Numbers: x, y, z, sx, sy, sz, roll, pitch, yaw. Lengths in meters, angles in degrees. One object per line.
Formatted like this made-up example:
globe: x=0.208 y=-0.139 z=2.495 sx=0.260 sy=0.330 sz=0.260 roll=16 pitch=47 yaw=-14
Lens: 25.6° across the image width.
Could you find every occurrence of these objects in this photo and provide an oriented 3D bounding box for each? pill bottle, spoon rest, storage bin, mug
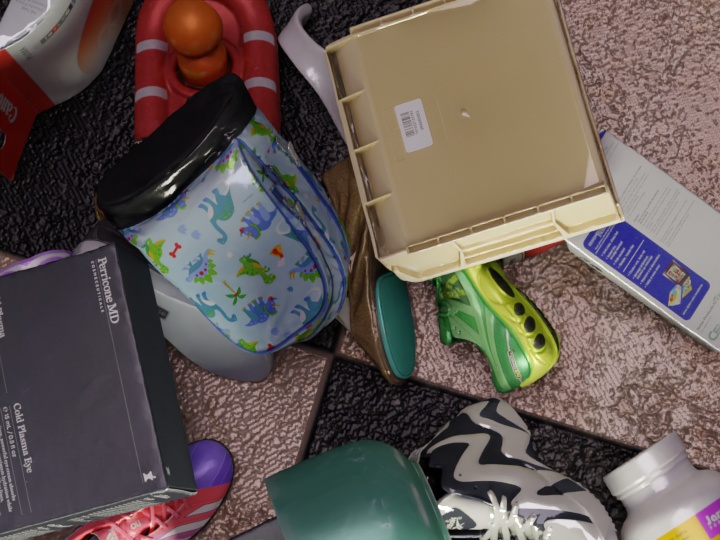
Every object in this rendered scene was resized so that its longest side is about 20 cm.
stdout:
pill bottle: x=0.283 y=0.237 z=1.299 sx=0.104 sy=0.104 sz=0.201 roll=-32 pitch=79 yaw=-3
spoon rest: x=0.000 y=-0.156 z=1.406 sx=0.200 sy=0.060 sz=0.100 roll=43 pitch=114 yaw=12
storage bin: x=0.091 y=-0.116 z=1.298 sx=0.196 sy=0.094 sz=0.203 roll=-17 pitch=76 yaw=10
mug: x=0.009 y=0.215 z=1.202 sx=0.113 sy=0.186 sz=0.153 roll=-22 pitch=54 yaw=-4

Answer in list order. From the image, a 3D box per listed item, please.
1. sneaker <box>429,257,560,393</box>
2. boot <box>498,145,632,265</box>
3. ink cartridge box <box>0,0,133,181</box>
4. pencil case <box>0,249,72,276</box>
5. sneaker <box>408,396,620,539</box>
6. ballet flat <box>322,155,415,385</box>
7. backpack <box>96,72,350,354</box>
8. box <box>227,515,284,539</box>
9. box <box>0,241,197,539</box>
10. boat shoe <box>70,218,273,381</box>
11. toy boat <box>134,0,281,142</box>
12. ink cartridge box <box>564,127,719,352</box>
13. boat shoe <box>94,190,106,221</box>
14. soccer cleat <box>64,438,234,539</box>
sneaker: x=0.086 y=0.021 z=1.362 sx=0.084 sy=0.074 sz=0.201 roll=-46 pitch=64 yaw=21
boot: x=0.157 y=-0.122 z=1.395 sx=0.143 sy=0.072 sz=0.202 roll=-20 pitch=86 yaw=-2
ink cartridge box: x=-0.271 y=-0.183 z=1.379 sx=0.050 sy=0.162 sz=0.202 roll=18 pitch=81 yaw=8
pencil case: x=-0.252 y=0.083 z=1.366 sx=0.083 sy=0.085 sz=0.202 roll=-20 pitch=80 yaw=14
sneaker: x=0.113 y=0.203 z=1.289 sx=0.129 sy=0.080 sz=0.200 roll=-23 pitch=63 yaw=-28
ballet flat: x=0.000 y=0.000 z=1.377 sx=0.072 sy=0.068 sz=0.203 roll=-7 pitch=94 yaw=29
backpack: x=-0.096 y=-0.029 z=1.305 sx=0.162 sy=0.200 sz=0.154 roll=-35 pitch=34 yaw=14
box: x=-0.036 y=0.271 z=1.310 sx=0.198 sy=0.104 sz=0.149 roll=-24 pitch=79 yaw=-1
box: x=-0.245 y=0.103 z=1.266 sx=0.180 sy=0.104 sz=0.203 roll=-15 pitch=80 yaw=6
boat shoe: x=-0.157 y=0.022 z=1.379 sx=0.198 sy=0.070 sz=0.067 roll=29 pitch=46 yaw=-9
toy boat: x=-0.138 y=-0.188 z=1.377 sx=0.129 sy=0.131 sz=0.202 roll=-5 pitch=59 yaw=1
ink cartridge box: x=0.253 y=-0.026 z=1.353 sx=0.199 sy=0.039 sz=0.100 roll=36 pitch=87 yaw=-11
boat shoe: x=-0.136 y=-0.042 z=1.393 sx=0.197 sy=0.068 sz=0.073 roll=4 pitch=79 yaw=3
soccer cleat: x=-0.189 y=0.217 z=1.343 sx=0.199 sy=0.073 sz=0.068 roll=-38 pitch=80 yaw=-4
